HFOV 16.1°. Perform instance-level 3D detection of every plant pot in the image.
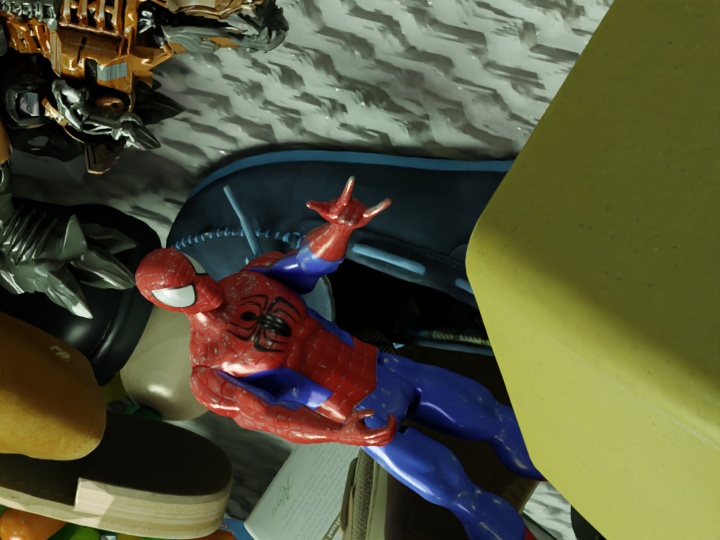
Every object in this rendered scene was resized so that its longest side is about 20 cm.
[{"bbox_3d":[0.141,0.006,0.651,0.176,0.201,0.200,24,160,23],"label":"plant pot"}]

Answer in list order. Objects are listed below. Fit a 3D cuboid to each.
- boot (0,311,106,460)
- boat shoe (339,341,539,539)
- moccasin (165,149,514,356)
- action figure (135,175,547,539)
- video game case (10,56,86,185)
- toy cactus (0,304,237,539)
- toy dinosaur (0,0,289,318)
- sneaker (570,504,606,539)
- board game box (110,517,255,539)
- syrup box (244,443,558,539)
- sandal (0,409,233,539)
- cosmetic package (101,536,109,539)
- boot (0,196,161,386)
[{"bbox_3d":[-0.142,0.025,0.834,0.144,0.071,0.201,30,-179,-24],"label":"boot"},{"bbox_3d":[0.021,0.087,0.911,0.071,0.200,0.065,31,123,-9],"label":"boat shoe"},{"bbox_3d":[0.000,0.000,0.892,0.199,0.069,0.080,-4,146,44],"label":"moccasin"},{"bbox_3d":[0.022,0.040,0.813,0.199,0.066,0.099,29,158,-12],"label":"action figure"},{"bbox_3d":[-0.208,-0.092,0.935,0.199,0.018,0.143,13,155,19],"label":"video game case"},{"bbox_3d":[-0.085,0.072,1.037,0.102,0.200,0.166,33,119,5],"label":"toy cactus"},{"bbox_3d":[-0.116,-0.073,0.822,0.199,0.102,0.136,14,146,32],"label":"toy dinosaur"},{"bbox_3d":[0.120,0.097,0.995,0.088,0.075,0.200,10,154,19],"label":"sneaker"},{"bbox_3d":[-0.028,0.160,1.245,0.199,0.037,0.151,10,160,-18],"label":"board game box"},{"bbox_3d":[0.034,0.124,1.020,0.079,0.082,0.200,35,-179,-27],"label":"syrup box"},{"bbox_3d":[-0.157,0.081,0.946,0.210,0.078,0.070,14,115,-3],"label":"sandal"},{"bbox_3d":[-0.174,0.120,1.070,0.052,0.151,0.200,-32,102,20],"label":"cosmetic package"},{"bbox_3d":[-0.192,-0.012,0.975,0.167,0.077,0.200,21,171,-36],"label":"boot"}]
